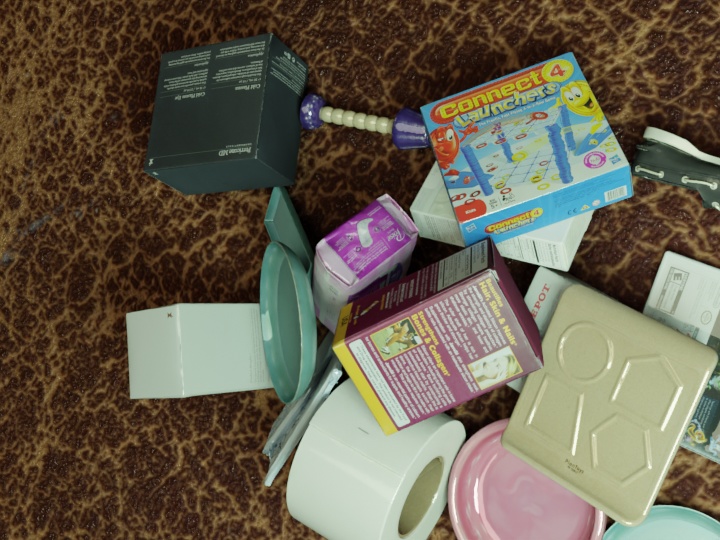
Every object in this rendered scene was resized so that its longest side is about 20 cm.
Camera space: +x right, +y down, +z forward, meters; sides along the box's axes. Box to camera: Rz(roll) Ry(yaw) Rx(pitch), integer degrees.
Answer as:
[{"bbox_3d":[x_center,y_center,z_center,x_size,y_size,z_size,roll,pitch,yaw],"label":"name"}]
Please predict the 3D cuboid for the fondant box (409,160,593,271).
[{"bbox_3d":[0.178,-0.092,1.187,0.197,0.059,0.145,15,60,28],"label":"fondant box"}]

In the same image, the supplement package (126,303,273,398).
[{"bbox_3d":[-0.201,0.107,1.334,0.116,0.198,0.119,-8,83,41],"label":"supplement package"}]

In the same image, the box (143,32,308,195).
[{"bbox_3d":[-0.189,-0.215,1.392,0.197,0.104,0.185,-2,72,29],"label":"box"}]

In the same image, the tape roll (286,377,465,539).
[{"bbox_3d":[0.021,0.246,1.210,0.138,0.202,0.206,24,98,27],"label":"tape roll"}]

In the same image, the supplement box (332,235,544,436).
[{"bbox_3d":[0.085,0.072,1.095,0.198,0.103,0.132,-25,109,16],"label":"supplement box"}]

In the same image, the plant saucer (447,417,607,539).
[{"bbox_3d":[0.203,0.278,1.193,0.198,0.051,0.204,-2,86,30],"label":"plant saucer"}]

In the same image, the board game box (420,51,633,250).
[{"bbox_3d":[0.187,-0.140,1.145,0.197,0.056,0.198,-19,51,6],"label":"board game box"}]

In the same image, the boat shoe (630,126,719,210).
[{"bbox_3d":[0.393,-0.098,1.097,0.199,0.074,0.061,30,101,30],"label":"boat shoe"}]

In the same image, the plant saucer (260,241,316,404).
[{"bbox_3d":[-0.090,0.064,1.235,0.200,0.027,0.204,175,90,-72],"label":"plant saucer"}]

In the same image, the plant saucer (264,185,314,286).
[{"bbox_3d":[-0.094,-0.039,1.337,0.201,0.019,0.071,-115,37,-49],"label":"plant saucer"}]

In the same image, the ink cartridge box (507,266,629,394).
[{"bbox_3d":[0.265,0.105,1.130,0.199,0.083,0.147,32,104,37],"label":"ink cartridge box"}]

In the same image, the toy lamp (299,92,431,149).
[{"bbox_3d":[0.012,-0.200,1.326,0.198,0.058,0.059,16,95,28],"label":"toy lamp"}]

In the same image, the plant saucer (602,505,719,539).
[{"bbox_3d":[0.356,0.366,1.115,0.197,0.027,0.204,-2,87,30],"label":"plant saucer"}]

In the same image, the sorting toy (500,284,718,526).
[{"bbox_3d":[0.262,0.140,1.056,0.184,0.036,0.202,29,98,37],"label":"sorting toy"}]

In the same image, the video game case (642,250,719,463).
[{"bbox_3d":[0.396,0.103,1.113,0.180,0.023,0.203,23,97,29],"label":"video game case"}]

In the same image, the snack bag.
[{"bbox_3d":[-0.074,0.170,1.286,0.021,0.200,0.190,31,104,-7],"label":"snack bag"}]

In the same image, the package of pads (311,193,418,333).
[{"bbox_3d":[0.000,0.000,1.224,0.120,0.200,0.076,-38,76,-17],"label":"package of pads"}]
